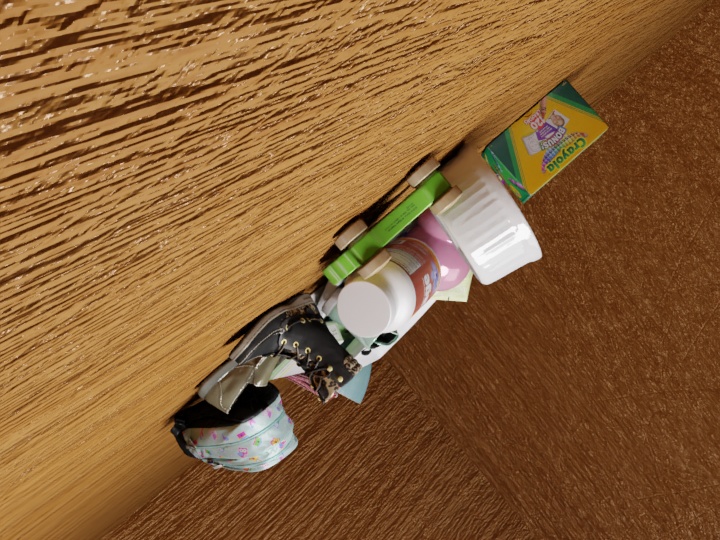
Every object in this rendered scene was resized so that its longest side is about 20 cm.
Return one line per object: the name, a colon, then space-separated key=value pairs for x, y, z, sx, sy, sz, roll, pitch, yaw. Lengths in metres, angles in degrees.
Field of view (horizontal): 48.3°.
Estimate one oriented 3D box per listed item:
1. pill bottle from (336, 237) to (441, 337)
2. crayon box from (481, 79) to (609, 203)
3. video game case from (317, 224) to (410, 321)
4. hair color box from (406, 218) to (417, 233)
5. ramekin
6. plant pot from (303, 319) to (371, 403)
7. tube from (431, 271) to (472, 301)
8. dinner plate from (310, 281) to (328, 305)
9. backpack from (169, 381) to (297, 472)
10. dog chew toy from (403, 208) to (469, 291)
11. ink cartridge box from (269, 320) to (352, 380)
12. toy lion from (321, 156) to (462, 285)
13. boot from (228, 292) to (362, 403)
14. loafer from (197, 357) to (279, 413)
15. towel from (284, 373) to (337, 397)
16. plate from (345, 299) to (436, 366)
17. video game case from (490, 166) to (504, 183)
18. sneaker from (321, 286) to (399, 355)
pill bottle: x=0.043 y=0.027 z=1.207 sx=0.112 sy=0.112 sz=0.200 roll=-44 pitch=176 yaw=29
crayon box: x=0.332 y=-0.232 z=1.447 sx=0.200 sy=0.119 sz=0.058 roll=-40 pitch=175 yaw=-9
video game case: x=0.000 y=0.000 z=1.350 sx=0.182 sy=0.023 sz=0.200 roll=-41 pitch=169 yaw=-30
hair color box: x=0.083 y=-0.041 z=1.538 sx=0.109 sy=0.065 sz=0.200 roll=-39 pitch=173 yaw=-29
ramekin: x=0.173 y=-0.077 z=1.187 sx=0.097 sy=0.201 sz=0.200 roll=-34 pitch=176 yaw=5
plant pot: x=-0.054 y=0.155 z=1.585 sx=0.135 sy=0.199 sz=0.200 roll=-60 pitch=177 yaw=-6
tube: x=0.180 y=-0.037 z=1.420 sx=0.052 sy=0.058 sz=0.202 roll=-37 pitch=143 yaw=-63
dinner plate: x=-0.106 y=0.084 z=1.411 sx=0.200 sy=0.024 sz=0.200 roll=-40 pitch=174 yaw=-5
backpack: x=-0.198 y=0.258 z=1.343 sx=0.199 sy=0.127 sz=0.167 roll=-8 pitch=-154 yaw=45
dog chew toy: x=0.142 y=-0.070 z=1.336 sx=0.201 sy=0.124 sz=0.124 roll=-70 pitch=167 yaw=14
ink cartridge box: x=-0.065 y=0.130 z=1.406 sx=0.199 sy=0.048 sz=0.146 roll=-9 pitch=158 yaw=-31
toy lion: x=0.032 y=-0.055 z=1.093 sx=0.200 sy=0.069 sz=0.192 roll=-41 pitch=-178 yaw=-6
boot: x=-0.088 y=0.125 z=1.164 sx=0.073 sy=0.151 sz=0.200 roll=-43 pitch=175 yaw=28
loafer: x=-0.163 y=0.149 z=1.270 sx=0.200 sy=0.070 sz=0.075 roll=-41 pitch=175 yaw=0
towel: x=-0.118 y=0.202 z=1.540 sx=0.023 sy=0.143 sz=0.200 roll=-61 pitch=168 yaw=-6
plate: x=0.048 y=0.105 z=1.462 sx=0.200 sy=0.032 sz=0.199 roll=-49 pitch=165 yaw=22
video game case: x=0.196 y=-0.080 z=1.483 sx=0.181 sy=0.036 sz=0.202 roll=-23 pitch=128 yaw=-45
sneaker: x=0.017 y=0.077 z=1.319 sx=0.074 sy=0.118 sz=0.200 roll=-50 pitch=170 yaw=18
